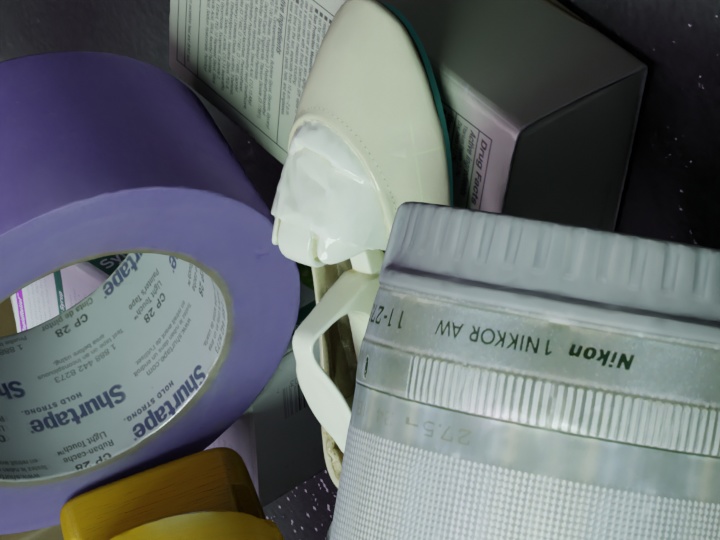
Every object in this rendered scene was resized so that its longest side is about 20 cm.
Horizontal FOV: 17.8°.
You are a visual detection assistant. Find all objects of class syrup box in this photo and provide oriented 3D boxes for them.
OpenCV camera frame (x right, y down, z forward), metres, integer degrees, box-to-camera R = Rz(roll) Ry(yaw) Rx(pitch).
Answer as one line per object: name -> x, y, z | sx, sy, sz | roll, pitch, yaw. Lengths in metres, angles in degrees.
syrup box -> -0.085, 0.024, 1.109 | 0.200, 0.078, 0.082 | 32, 137, 39

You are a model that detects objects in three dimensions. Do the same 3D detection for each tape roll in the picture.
tape roll -> -0.130, 0.013, 0.949 | 0.085, 0.199, 0.201 | 57, 149, 34

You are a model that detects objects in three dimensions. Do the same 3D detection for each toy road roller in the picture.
toy road roller -> -0.062, 0.170, 0.977 | 0.201, 0.122, 0.147 | 72, 179, -49

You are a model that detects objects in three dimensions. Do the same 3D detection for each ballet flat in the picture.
ballet flat -> 0.000, 0.000, 0.853 | 0.069, 0.069, 0.201 | 23, 131, 44

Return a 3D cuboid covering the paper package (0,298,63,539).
paper package -> -0.216, 0.082, 1.219 | 0.191, 0.199, 0.104 | 55, 146, 12

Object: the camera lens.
camera lens -> 0.070, 0.087, 0.770 | 0.159, 0.159, 0.202 | 11, 91, 51

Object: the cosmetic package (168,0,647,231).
cosmetic package -> 0.012, -0.080, 0.905 | 0.200, 0.073, 0.104 | 41, 142, 30

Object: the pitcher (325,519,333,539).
pitcher -> 0.066, 0.159, 0.919 | 0.200, 0.171, 0.121 | 47, 111, 20
